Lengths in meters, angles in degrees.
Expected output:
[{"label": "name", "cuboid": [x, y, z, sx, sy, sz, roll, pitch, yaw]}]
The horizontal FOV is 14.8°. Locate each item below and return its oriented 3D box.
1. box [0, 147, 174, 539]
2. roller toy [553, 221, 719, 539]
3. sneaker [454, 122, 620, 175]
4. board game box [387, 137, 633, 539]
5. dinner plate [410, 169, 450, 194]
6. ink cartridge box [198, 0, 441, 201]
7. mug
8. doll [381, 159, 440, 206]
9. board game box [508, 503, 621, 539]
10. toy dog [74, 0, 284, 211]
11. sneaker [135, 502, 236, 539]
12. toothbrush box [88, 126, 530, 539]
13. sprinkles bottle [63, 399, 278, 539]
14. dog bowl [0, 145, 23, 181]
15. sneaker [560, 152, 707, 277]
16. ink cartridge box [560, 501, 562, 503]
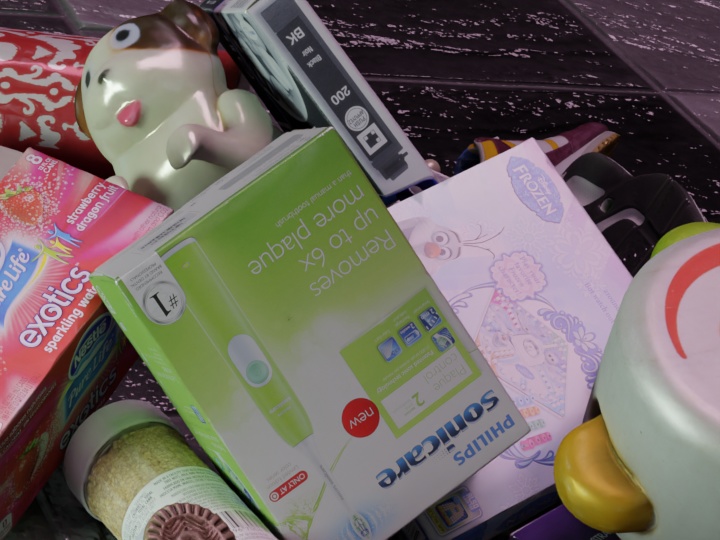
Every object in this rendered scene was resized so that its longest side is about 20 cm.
[{"label": "box", "cuboid": [-0.193, 0.040, 1.537, 0.099, 0.096, 0.200, 23, 51, 15]}, {"label": "roller toy", "cuboid": [0.216, 0.083, 1.516, 0.182, 0.140, 0.200, 24, 47, 10]}, {"label": "sneaker", "cuboid": [0.122, -0.075, 2.044, 0.090, 0.075, 0.200, 26, 26, 16]}, {"label": "board game box", "cuboid": [0.071, 0.046, 1.621, 0.199, 0.043, 0.200, -26, 68, -20]}, {"label": "dinner plate", "cuboid": [0.105, -0.009, 1.858, 0.200, 0.024, 0.200, 31, -5, 3]}, {"label": "ink cartridge box", "cuboid": [-0.018, -0.098, 1.766, 0.200, 0.043, 0.198, 52, -6, -11]}, {"label": "mug", "cuboid": [-0.184, -0.094, 1.878, 0.199, 0.134, 0.178, 10, 22, 2]}, {"label": "doll", "cuboid": [-0.010, -0.079, 2.022, 0.136, 0.049, 0.200, 8, 24, -7]}, {"label": "board game box", "cuboid": [0.197, 0.176, 1.568, 0.165, 0.057, 0.200, 28, 28, 27]}, {"label": "toy dog", "cuboid": [-0.092, -0.073, 1.741, 0.200, 0.139, 0.194, 50, 34, -4]}, {"label": "sneaker", "cuboid": [-0.080, 0.225, 1.336, 0.071, 0.113, 0.201, 1, 57, -29]}, {"label": "toothbrush box", "cuboid": [-0.028, 0.044, 1.492, 0.145, 0.200, 0.086, -35, 12, -12]}, {"label": "sprinkles bottle", "cuboid": [-0.088, 0.145, 1.482, 0.068, 0.068, 0.200, -4, 30, -33]}, {"label": "dog bowl", "cuboid": [-0.259, -0.010, 1.719, 0.199, 0.079, 0.200, 10, 25, -5]}, {"label": "sneaker", "cuboid": [0.201, -0.005, 1.731, 0.115, 0.076, 0.201, 35, 6, -25]}, {"label": "ink cartridge box", "cuboid": [0.087, 0.071, 1.723, 0.160, 0.047, 0.200, 27, 38, -10]}]
